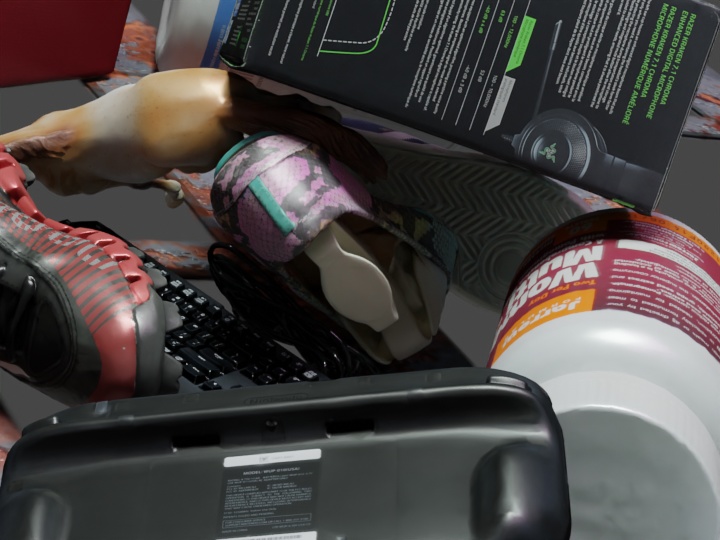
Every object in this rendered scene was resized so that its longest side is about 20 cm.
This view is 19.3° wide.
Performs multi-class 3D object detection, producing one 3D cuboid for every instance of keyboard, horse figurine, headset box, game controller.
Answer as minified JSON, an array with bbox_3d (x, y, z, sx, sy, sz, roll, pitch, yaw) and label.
[{"bbox_3d":[-0.067,0.017,0.909,0.199,0.040,0.104,33,27,31],"label":"keyboard"},{"bbox_3d":[-0.090,-0.056,0.960,0.198,0.050,0.132,-8,-10,26],"label":"horse figurine"},{"bbox_3d":[0.048,-0.102,0.938,0.198,0.094,0.174,18,5,-10],"label":"headset box"},{"bbox_3d":[-0.029,0.077,0.717,0.198,0.042,0.105,-6,41,5],"label":"game controller"}]

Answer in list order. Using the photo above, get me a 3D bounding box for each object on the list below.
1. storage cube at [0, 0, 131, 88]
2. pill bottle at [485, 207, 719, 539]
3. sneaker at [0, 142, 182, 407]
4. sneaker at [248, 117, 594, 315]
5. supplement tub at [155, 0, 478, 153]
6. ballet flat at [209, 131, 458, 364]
[{"bbox_3d":[-0.224,-0.212,1.141,0.170,0.181,0.199,30,24,28],"label":"storage cube"},{"bbox_3d":[0.101,0.056,0.851,0.109,0.110,0.200,19,22,3],"label":"pill bottle"},{"bbox_3d":[-0.149,0.004,0.836,0.097,0.071,0.200,-3,28,-41],"label":"sneaker"},{"bbox_3d":[0.035,-0.034,1.065,0.198,0.076,0.085,21,9,-7],"label":"sneaker"},{"bbox_3d":[-0.010,-0.150,1.221,0.198,0.133,0.132,13,22,-12],"label":"supplement tub"},{"bbox_3d":[0.000,0.000,0.929,0.071,0.069,0.200,59,12,26],"label":"ballet flat"}]
